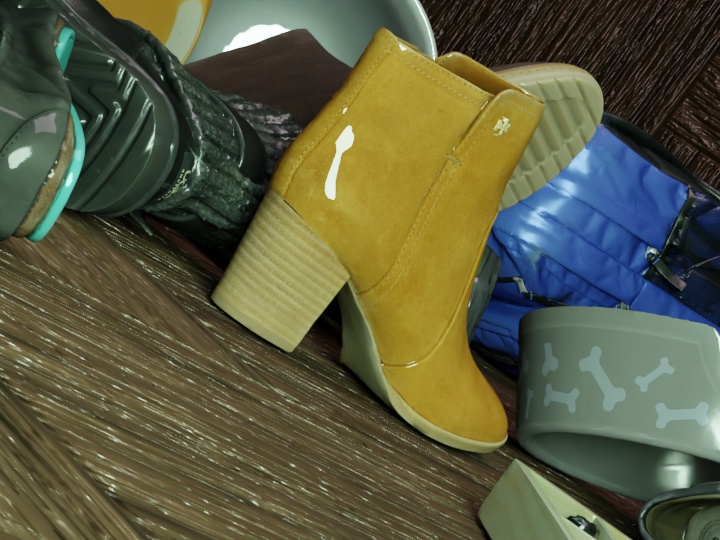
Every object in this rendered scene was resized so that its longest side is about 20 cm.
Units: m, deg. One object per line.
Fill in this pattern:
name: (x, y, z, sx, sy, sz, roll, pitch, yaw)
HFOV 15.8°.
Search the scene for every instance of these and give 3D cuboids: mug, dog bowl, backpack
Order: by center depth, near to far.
dog bowl: (0.166, 0.078, 1.257, 0.200, 0.059, 0.200, 16, -12, 3)
mug: (-0.051, -0.135, 1.492, 0.175, 0.147, 0.200, -175, -115, -81)
backpack: (0.132, -0.013, 1.604, 0.200, 0.168, 0.162, 37, -15, -32)

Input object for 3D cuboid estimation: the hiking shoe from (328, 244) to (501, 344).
hiking shoe: (0.000, 0.000, 1.266, 0.101, 0.076, 0.200, 22, 1, -16)

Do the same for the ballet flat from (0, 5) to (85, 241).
ballet flat: (-0.132, -0.063, 0.894, 0.068, 0.068, 0.200, 26, 7, -14)

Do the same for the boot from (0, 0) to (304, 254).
boot: (-0.120, -0.087, 1.093, 0.211, 0.079, 0.158, 49, 16, 19)

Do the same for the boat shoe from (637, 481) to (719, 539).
boat shoe: (0.204, 0.132, 1.152, 0.065, 0.072, 0.200, 19, -6, -39)

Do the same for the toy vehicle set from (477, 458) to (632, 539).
toy vehicle set: (0.112, 0.135, 0.904, 0.124, 0.027, 0.200, 35, 5, -12)

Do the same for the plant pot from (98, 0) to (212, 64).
plant pot: (-0.138, -0.165, 1.206, 0.200, 0.200, 0.183, 34, 20, -24)

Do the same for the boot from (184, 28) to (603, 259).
boot: (-0.001, -0.082, 1.244, 0.166, 0.200, 0.072, -121, -169, -53)

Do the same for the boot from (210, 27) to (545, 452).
boot: (0.038, -0.011, 1.103, 0.201, 0.144, 0.071, 31, 7, -47)
